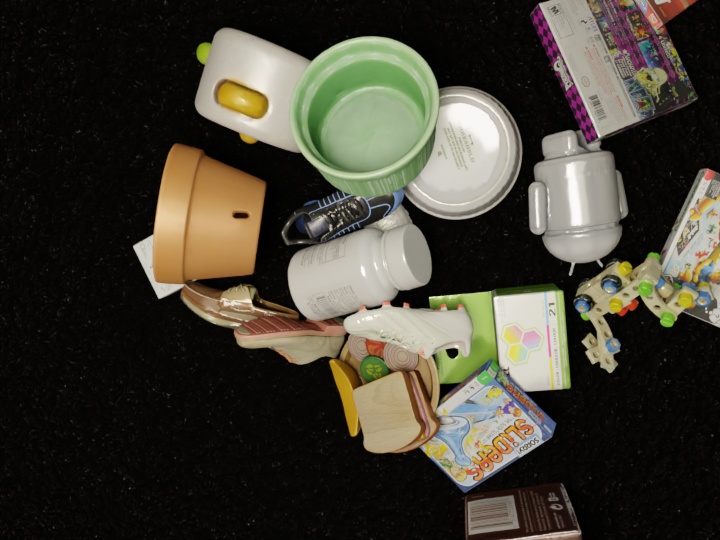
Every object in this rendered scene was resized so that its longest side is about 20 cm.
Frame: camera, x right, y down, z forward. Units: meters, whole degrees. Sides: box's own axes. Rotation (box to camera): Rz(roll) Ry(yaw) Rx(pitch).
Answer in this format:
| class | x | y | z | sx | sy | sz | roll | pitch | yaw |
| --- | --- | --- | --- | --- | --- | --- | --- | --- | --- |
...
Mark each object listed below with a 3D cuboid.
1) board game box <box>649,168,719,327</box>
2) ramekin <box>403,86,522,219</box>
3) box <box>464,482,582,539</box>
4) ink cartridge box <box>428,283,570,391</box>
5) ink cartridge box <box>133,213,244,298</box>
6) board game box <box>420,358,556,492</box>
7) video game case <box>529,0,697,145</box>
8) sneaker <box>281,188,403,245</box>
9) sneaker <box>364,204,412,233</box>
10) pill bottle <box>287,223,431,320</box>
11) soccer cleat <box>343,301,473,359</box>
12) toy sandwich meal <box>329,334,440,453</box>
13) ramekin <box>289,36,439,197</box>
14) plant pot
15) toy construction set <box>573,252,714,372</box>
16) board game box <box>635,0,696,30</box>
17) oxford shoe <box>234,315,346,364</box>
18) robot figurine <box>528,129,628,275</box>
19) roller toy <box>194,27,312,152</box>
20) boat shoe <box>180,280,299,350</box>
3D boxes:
| class | x | y | z | sx | sy | sz | roll | pitch | yaw |
| --- | --- | --- | --- | --- | --- | --- | --- | --- | --- |
| board game box | 0.517 | -0.030 | 0.973 | 0.125 | 0.035 | 0.203 | 22 | 99 | 6 |
| ramekin | 0.141 | -0.175 | 0.987 | 0.199 | 0.094 | 0.206 | 1 | 96 | 9 |
| box | 0.253 | 0.455 | 1.002 | 0.161 | 0.166 | 0.203 | -11 | 95 | 9 |
| ink cartridge box | 0.209 | 0.107 | 1.016 | 0.196 | 0.076 | 0.151 | -6 | 95 | 8 |
| ink cartridge box | -0.266 | -0.041 | 1.094 | 0.198 | 0.039 | 0.101 | -25 | 92 | 12 |
| board game box | 0.178 | 0.241 | 1.015 | 0.135 | 0.034 | 0.200 | 43 | 127 | 3 |
| video game case | 0.352 | -0.296 | 0.923 | 0.179 | 0.036 | 0.203 | -23 | 86 | -16 |
| sneaker | -0.030 | -0.080 | 0.970 | 0.198 | 0.078 | 0.071 | -17 | 111 | 36 |
| sneaker | 0.023 | -0.103 | 1.021 | 0.076 | 0.081 | 0.202 | -26 | 93 | 9 |
| pill bottle | 0.000 | 0.000 | 0.990 | 0.198 | 0.114 | 0.116 | -16 | 94 | 31 |
| soccer cleat | 0.074 | 0.090 | 0.971 | 0.196 | 0.069 | 0.079 | 1 | 71 | -14 |
| toy sandwich meal | 0.033 | 0.182 | 1.025 | 0.202 | 0.070 | 0.209 | 2 | 94 | 31 |
| ramekin | 0.011 | -0.198 | 0.896 | 0.196 | 0.098 | 0.204 | -3 | 74 | 10 |
| plant pot | -0.215 | -0.072 | 0.976 | 0.138 | 0.200 | 0.204 | 9 | 98 | -8 |
| toy construction set | 0.388 | 0.054 | 0.962 | 0.130 | 0.092 | 0.201 | 35 | 129 | -3 |
| board game box | 0.394 | -0.446 | 0.933 | 0.102 | 0.019 | 0.201 | -35 | 90 | -16 |
| oxford shoe | -0.103 | 0.113 | 1.021 | 0.198 | 0.071 | 0.075 | 2 | 106 | -36 |
| robot figurine | 0.312 | -0.099 | 0.958 | 0.167 | 0.113 | 0.204 | -11 | 95 | -16 |
| roller toy | -0.143 | -0.254 | 0.975 | 0.181 | 0.199 | 0.142 | 13 | 103 | -37 |
| boat shoe | -0.189 | 0.057 | 1.075 | 0.198 | 0.076 | 0.075 | 24 | 103 | -4 |
